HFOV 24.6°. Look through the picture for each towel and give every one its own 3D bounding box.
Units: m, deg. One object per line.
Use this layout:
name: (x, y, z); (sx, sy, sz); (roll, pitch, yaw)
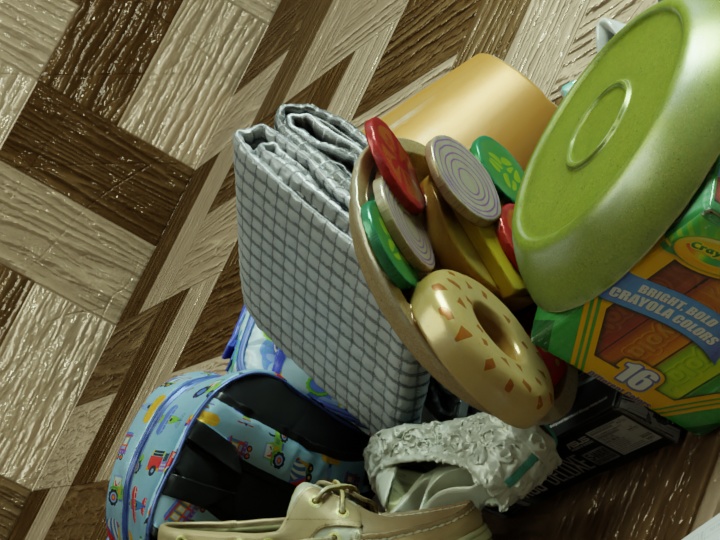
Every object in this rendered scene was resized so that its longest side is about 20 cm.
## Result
towel: (0.000, 0.000, 1.123); (0.086, 0.200, 0.166); (-29, -38, -30)

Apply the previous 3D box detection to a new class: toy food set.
toy food set: (0.065, -0.001, 0.951); (0.049, 0.198, 0.200); (-36, -14, 29)

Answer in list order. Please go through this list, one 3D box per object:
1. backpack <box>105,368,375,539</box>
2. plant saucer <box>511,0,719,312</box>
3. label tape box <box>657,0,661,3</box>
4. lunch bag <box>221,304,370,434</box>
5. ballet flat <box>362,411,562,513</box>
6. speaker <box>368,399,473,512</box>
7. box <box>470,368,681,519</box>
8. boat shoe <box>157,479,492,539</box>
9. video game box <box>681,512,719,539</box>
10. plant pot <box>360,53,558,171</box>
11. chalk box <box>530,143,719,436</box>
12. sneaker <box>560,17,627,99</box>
backpack: (-0.093, 0.152, 1.098); (0.134, 0.200, 0.183); (14, 72, 38)
plant saucer: (0.138, -0.072, 0.887); (0.200, 0.031, 0.200); (-54, 15, 22)
label tape box: (0.271, -0.217, 1.132); (0.143, 0.066, 0.200); (-49, 17, 37)
lunch bag: (-0.025, 0.054, 1.394); (0.082, 0.161, 0.200); (114, 175, -50)
ballet flat: (0.047, 0.129, 1.024); (0.200, 0.072, 0.072); (-29, 34, 60)
speaker: (0.018, 0.169, 1.211); (0.200, 0.081, 0.081); (-54, 16, 23)
box: (0.143, 0.059, 1.059); (0.200, 0.050, 0.158); (-38, 27, 56)
boat shoe: (-0.026, 0.155, 0.953); (0.074, 0.200, 0.066); (7, -110, -82)
video game box: (0.135, 0.232, 0.779); (0.182, 0.047, 0.200); (-44, 22, 42)
plant pot: (0.073, -0.062, 1.289); (0.183, 0.200, 0.200); (-45, 14, -6)
chalk box: (0.203, -0.022, 0.873); (0.200, 0.125, 0.124); (-44, 22, 50)
sneaker: (0.177, -0.098, 1.168); (0.075, 0.088, 0.200); (-42, 24, 46)
